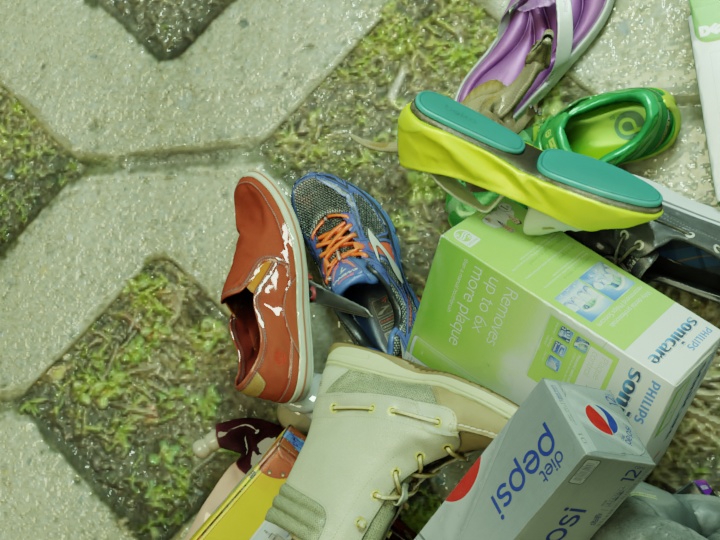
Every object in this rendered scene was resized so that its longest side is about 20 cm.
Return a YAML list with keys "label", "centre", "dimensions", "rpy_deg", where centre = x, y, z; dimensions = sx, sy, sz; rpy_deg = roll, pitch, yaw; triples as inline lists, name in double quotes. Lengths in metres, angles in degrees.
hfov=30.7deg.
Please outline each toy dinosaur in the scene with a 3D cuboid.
- label: "toy dinosaur"
  centre: [0.081, -0.110, 1.035]
  dimensions: [0.200, 0.058, 0.101]
  rpy_deg: [-27, 36, 30]

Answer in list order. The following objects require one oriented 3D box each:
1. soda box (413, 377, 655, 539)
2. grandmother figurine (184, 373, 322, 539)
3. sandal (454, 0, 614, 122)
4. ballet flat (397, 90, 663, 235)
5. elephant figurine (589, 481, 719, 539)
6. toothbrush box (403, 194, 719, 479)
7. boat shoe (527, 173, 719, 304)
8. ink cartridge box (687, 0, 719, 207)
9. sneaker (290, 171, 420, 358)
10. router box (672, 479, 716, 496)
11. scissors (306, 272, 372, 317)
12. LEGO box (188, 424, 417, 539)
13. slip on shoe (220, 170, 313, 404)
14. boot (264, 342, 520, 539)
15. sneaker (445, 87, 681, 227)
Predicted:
- label: "soda box"
  centre: [0.101, 0.165, 0.865]
  dimensions: [0.200, 0.063, 0.068]
  rpy_deg: [-56, 39, 29]
- label: "grandmother figurine"
  centre: [-0.085, 0.172, 1.107]
  dimensions: [0.121, 0.061, 0.200]
  rpy_deg: [32, 94, -5]
- label: "sandal"
  centre: [0.143, -0.194, 1.058]
  dimensions: [0.082, 0.050, 0.203]
  rpy_deg: [32, 98, 22]
- label: "ballet flat"
  centre: [0.116, -0.064, 0.947]
  dimensions: [0.200, 0.067, 0.067]
  rpy_deg: [24, 119, 9]
- label: "elephant figurine"
  centre: [0.196, 0.254, 0.883]
  dimensions: [0.155, 0.141, 0.200]
  rpy_deg: [-138, 58, -61]
- label: "toothbrush box"
  centre: [0.143, 0.062, 0.974]
  dimensions: [0.200, 0.086, 0.146]
  rpy_deg: [34, 133, 21]
- label: "boat shoe"
  centre: [0.217, -0.016, 0.971]
  dimensions: [0.200, 0.070, 0.066]
  rpy_deg: [20, 49, 4]
- label: "ink cartridge box"
  centre: [0.306, -0.150, 0.981]
  dimensions: [0.104, 0.059, 0.200]
  rpy_deg: [-10, 80, 21]
- label: "sneaker"
  centre: [0.000, 0.000, 1.078]
  dimensions: [0.075, 0.078, 0.200]
  rpy_deg: [-36, 72, 14]
- label: "router box"
  centre: [0.212, 0.271, 0.972]
  dimensions: [0.200, 0.051, 0.149]
  rpy_deg: [-37, 70, 14]
- label: "scissors"
  centre: [-0.042, 0.022, 1.070]
  dimensions: [0.200, 0.014, 0.073]
  rpy_deg: [41, 121, 51]
- label: "LEGO box"
  centre: [-0.070, 0.250, 1.045]
  dimensions: [0.149, 0.077, 0.200]
  rpy_deg: [41, 96, 0]
- label: "slip on shoe"
  centre: [-0.082, 0.010, 1.064]
  dimensions: [0.074, 0.061, 0.200]
  rpy_deg: [-37, 56, 56]
- label: "boot"
  centre: [0.036, 0.148, 0.940]
  dimensions: [0.200, 0.072, 0.155]
  rpy_deg: [16, 75, 32]
- label: "sneaker"
  centre: [0.149, -0.093, 1.025]
  dimensions: [0.200, 0.084, 0.074]
  rpy_deg: [-28, 74, 18]
